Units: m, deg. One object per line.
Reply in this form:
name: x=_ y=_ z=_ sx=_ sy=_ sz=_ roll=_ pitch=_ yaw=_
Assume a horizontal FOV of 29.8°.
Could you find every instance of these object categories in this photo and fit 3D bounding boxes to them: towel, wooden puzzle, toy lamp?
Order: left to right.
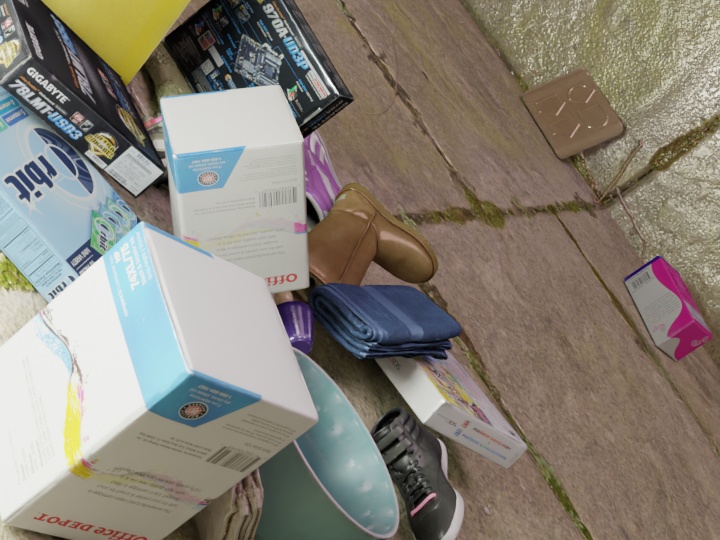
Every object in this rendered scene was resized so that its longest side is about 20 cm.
towel: x=-0.131 y=0.148 z=1.152 sx=0.034 sy=0.133 sz=0.200 roll=-7 pitch=52 yaw=-23
towel: x=-0.189 y=-0.197 z=1.692 sx=0.200 sy=0.036 sz=0.149 roll=30 pitch=31 yaw=-48
toy lamp: x=-0.092 y=0.016 z=1.531 sx=0.058 sy=0.058 sz=0.200 roll=34 pitch=26 yaw=-40
towel: x=0.027 y=0.060 z=1.580 sx=0.112 sy=0.049 sz=0.200 roll=42 pitch=22 yaw=28
wooden puzzle: x=0.522 y=-0.383 z=3.343 sx=0.046 sy=0.185 sz=0.200 roll=90 pitch=-25 yaw=-68

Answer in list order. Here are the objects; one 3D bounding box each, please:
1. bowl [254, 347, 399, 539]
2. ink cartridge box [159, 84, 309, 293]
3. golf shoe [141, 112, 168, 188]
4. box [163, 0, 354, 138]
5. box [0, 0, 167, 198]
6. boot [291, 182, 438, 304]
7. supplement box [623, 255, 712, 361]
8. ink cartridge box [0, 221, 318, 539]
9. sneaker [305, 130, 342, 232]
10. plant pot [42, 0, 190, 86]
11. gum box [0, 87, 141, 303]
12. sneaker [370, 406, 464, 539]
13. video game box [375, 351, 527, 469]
bowl: x=-0.063 y=0.180 z=1.238 sx=0.201 sy=0.105 sz=0.201 roll=53 pitch=13 yaw=-19
ink cartridge box: x=-0.128 y=-0.066 z=1.376 sx=0.125 sy=0.128 sz=0.201 roll=-113 pitch=-161 yaw=-53
golf shoe: x=-0.174 y=-0.107 z=1.538 sx=0.200 sy=0.073 sz=0.092 roll=14 pitch=49 yaw=-45
box: x=-0.124 y=-0.243 z=1.627 sx=0.200 sy=0.159 sz=0.046 roll=58 pitch=20 yaw=10
box: x=-0.295 y=-0.191 z=1.360 sx=0.199 sy=0.050 sz=0.200 roll=46 pitch=9 yaw=-43
boot: x=0.000 y=0.000 z=1.682 sx=0.175 sy=0.066 sz=0.200 roll=40 pitch=38 yaw=-8
supplement box: x=0.681 y=0.084 z=3.001 sx=0.103 sy=0.101 sz=0.200 roll=34 pitch=28 yaw=-42
ink cartridge box: x=-0.168 y=0.096 z=1.034 sx=0.147 sy=0.200 sz=0.146 roll=28 pitch=30 yaw=-48
sneaker: x=-0.086 y=-0.135 z=1.760 sx=0.201 sy=0.073 sz=0.114 roll=56 pitch=23 yaw=8
plant pot: x=-0.302 y=-0.354 z=1.503 sx=0.176 sy=0.200 sz=0.200 roll=23 pitch=34 yaw=-34
gum box: x=-0.302 y=-0.078 z=1.247 sx=0.200 sy=0.045 sz=0.170 roll=50 pitch=20 yaw=-9
sneaker: x=0.053 y=0.227 z=1.489 sx=0.099 sy=0.071 sz=0.200 roll=42 pitch=17 yaw=-23
video game box: x=0.096 y=0.143 z=1.674 sx=0.182 sy=0.047 sz=0.200 roll=36 pitch=11 yaw=-43
